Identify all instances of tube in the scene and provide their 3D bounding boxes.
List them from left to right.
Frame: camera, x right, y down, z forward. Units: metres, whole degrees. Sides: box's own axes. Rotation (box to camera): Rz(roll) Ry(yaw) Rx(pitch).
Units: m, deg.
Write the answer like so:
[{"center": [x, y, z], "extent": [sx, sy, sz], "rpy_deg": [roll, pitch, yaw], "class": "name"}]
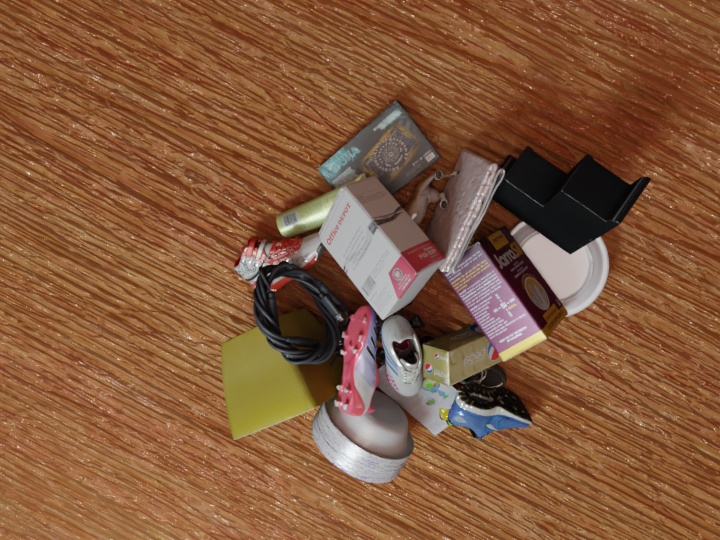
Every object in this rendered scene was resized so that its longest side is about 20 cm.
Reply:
[{"center": [-0.065, -0.116, 1.073], "extent": [0.199, 0.058, 0.052], "rpy_deg": [-19, 63, 21], "class": "tube"}]

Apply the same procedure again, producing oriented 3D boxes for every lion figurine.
[{"center": [0.100, -0.112, 1.051], "extent": [0.072, 0.122, 0.200], "rpy_deg": [43, 90, -16], "class": "lion figurine"}]

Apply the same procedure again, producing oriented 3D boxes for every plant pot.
[{"center": [-0.155, 0.186, 1.094], "extent": [0.199, 0.200, 0.177], "rpy_deg": [-27, 85, 24], "class": "plant pot"}]

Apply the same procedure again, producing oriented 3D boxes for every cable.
[{"center": [-0.119, 0.073, 1.006], "extent": [0.200, 0.163, 0.051], "rpy_deg": [45, 144, -11], "class": "cable"}]

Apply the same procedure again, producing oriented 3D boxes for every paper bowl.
[{"center": [0.013, 0.306, 1.099], "extent": [0.200, 0.201, 0.105], "rpy_deg": [28, 105, 0], "class": "paper bowl"}]

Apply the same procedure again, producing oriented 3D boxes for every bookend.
[{"center": [0.329, -0.140, 0.934], "extent": [0.200, 0.199, 0.092], "rpy_deg": [37, 81, 7], "class": "bookend"}]

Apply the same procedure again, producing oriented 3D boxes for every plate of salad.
[{"center": [0.362, -0.010, 1.060], "extent": [0.199, 0.048, 0.201], "rpy_deg": [2, 96, 15], "class": "plate of salad"}]

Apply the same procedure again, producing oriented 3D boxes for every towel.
[{"center": [0.173, -0.108, 0.989], "extent": [0.032, 0.191, 0.201], "rpy_deg": [21, 105, -12], "class": "towel"}]

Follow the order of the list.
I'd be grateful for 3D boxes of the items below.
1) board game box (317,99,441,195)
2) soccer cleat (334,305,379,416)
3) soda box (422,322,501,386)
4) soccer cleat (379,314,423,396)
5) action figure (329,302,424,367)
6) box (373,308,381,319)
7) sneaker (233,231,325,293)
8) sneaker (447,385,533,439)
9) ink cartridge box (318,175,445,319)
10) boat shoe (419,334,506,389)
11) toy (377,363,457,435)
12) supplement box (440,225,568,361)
[{"center": [0.034, -0.206, 1.065], "extent": [0.200, 0.028, 0.135], "rpy_deg": [-37, 96, 14], "class": "board game box"}, {"center": [0.005, 0.165, 1.021], "extent": [0.076, 0.067, 0.201], "rpy_deg": [12, 85, -35], "class": "soccer cleat"}, {"center": [0.206, 0.147, 1.045], "extent": [0.064, 0.199, 0.068], "rpy_deg": [11, 109, 48], "class": "soda box"}, {"center": [0.082, 0.174, 1.028], "extent": [0.070, 0.086, 0.201], "rpy_deg": [-24, 124, -10], "class": "soccer cleat"}, {"center": [0.023, 0.128, 1.096], "extent": [0.199, 0.102, 0.119], "rpy_deg": [-28, 74, -3], "class": "action figure"}, {"center": [0.000, 0.000, 1.068], "extent": [0.039, 0.041, 0.200], "rpy_deg": [-33, 73, -3], "class": "box"}, {"center": [-0.160, -0.034, 1.081], "extent": [0.108, 0.067, 0.201], "rpy_deg": [41, 123, -21], "class": "sneaker"}, {"center": [0.254, 0.285, 1.111], "extent": [0.199, 0.079, 0.089], "rpy_deg": [16, 121, -25], "class": "sneaker"}, {"center": [0.030, -0.041, 0.975], "extent": [0.200, 0.085, 0.146], "rpy_deg": [50, 140, 16], "class": "ink cartridge box"}, {"center": [0.201, 0.193, 1.123], "extent": [0.199, 0.057, 0.067], "rpy_deg": [25, 105, 1], "class": "boat shoe"}, {"center": [0.127, 0.240, 1.146], "extent": [0.200, 0.047, 0.115], "rpy_deg": [44, 114, -11], "class": "toy"}, {"center": [0.259, 0.038, 1.007], "extent": [0.103, 0.131, 0.200], "rpy_deg": [-40, 82, 39], "class": "supplement box"}]
